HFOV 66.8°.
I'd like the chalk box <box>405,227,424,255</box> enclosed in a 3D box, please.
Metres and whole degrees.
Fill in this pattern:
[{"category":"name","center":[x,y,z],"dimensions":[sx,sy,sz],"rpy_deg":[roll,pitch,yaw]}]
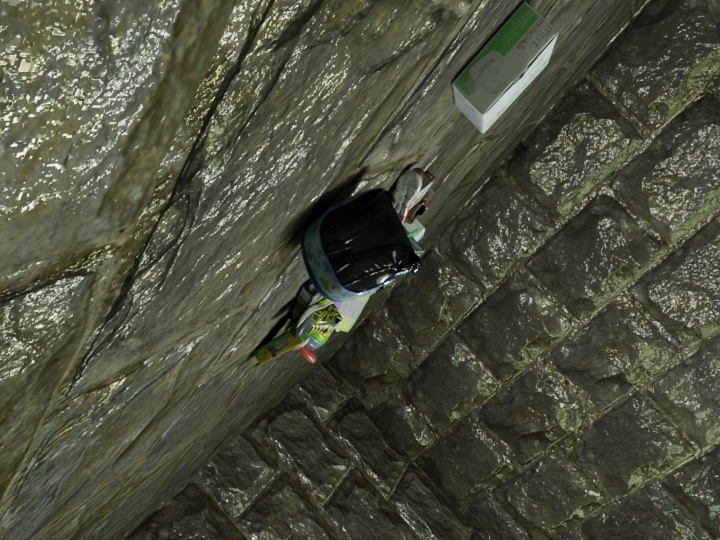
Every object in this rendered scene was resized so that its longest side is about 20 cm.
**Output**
[{"category":"chalk box","center":[0.102,-0.065,1.616],"dimensions":[0.200,0.124,0.124],"rpy_deg":[-45,168,15]}]

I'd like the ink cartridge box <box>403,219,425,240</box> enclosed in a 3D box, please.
[{"category":"ink cartridge box","center":[0.129,-0.092,1.916],"dimensions":[0.200,0.084,0.145],"rpy_deg":[-45,172,-1]}]

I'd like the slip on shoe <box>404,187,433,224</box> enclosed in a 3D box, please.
[{"category":"slip on shoe","center":[0.178,-0.196,1.669],"dimensions":[0.199,0.060,0.077],"rpy_deg":[-33,148,-49]}]

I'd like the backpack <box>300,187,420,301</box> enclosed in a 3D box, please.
[{"category":"backpack","center":[-0.016,-0.038,1.041],"dimensions":[0.198,0.187,0.146],"rpy_deg":[-27,-176,-38]}]

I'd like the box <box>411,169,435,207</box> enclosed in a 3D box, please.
[{"category":"box","center":[0.123,-0.194,1.529],"dimensions":[0.199,0.035,0.110],"rpy_deg":[-41,171,-35]}]

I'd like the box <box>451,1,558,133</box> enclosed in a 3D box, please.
[{"category":"box","center":[0.289,-0.399,1.106],"dimensions":[0.200,0.097,0.176],"rpy_deg":[-47,172,12]}]

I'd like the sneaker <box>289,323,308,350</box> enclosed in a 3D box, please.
[{"category":"sneaker","center":[-0.190,0.173,1.692],"dimensions":[0.088,0.077,0.202],"rpy_deg":[-10,141,-54]}]

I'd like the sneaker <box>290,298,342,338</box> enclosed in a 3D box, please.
[{"category":"sneaker","center":[-0.111,0.138,1.478],"dimensions":[0.075,0.085,0.199],"rpy_deg":[-49,171,35]}]

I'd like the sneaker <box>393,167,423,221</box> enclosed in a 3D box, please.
[{"category":"sneaker","center":[0.105,-0.177,1.384],"dimensions":[0.201,0.077,0.082],"rpy_deg":[-51,177,38]}]

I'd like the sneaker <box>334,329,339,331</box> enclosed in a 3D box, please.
[{"category":"sneaker","center":[-0.028,0.111,1.715],"dimensions":[0.199,0.094,0.070],"rpy_deg":[-41,154,17]}]

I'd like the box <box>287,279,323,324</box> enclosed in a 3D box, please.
[{"category":"box","center":[-0.116,0.056,1.511],"dimensions":[0.160,0.044,0.201],"rpy_deg":[-42,172,-33]}]

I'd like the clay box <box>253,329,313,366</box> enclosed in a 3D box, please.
[{"category":"clay box","center":[-0.222,0.209,1.585],"dimensions":[0.197,0.048,0.115],"rpy_deg":[-28,180,24]}]

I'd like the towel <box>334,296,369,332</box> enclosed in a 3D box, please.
[{"category":"towel","center":[-0.030,0.082,1.631],"dimensions":[0.143,0.023,0.203],"rpy_deg":[25,93,-50]}]

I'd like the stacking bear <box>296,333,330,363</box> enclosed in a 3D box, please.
[{"category":"stacking bear","center":[-0.136,0.189,1.843],"dimensions":[0.200,0.113,0.122],"rpy_deg":[-45,-151,7]}]
